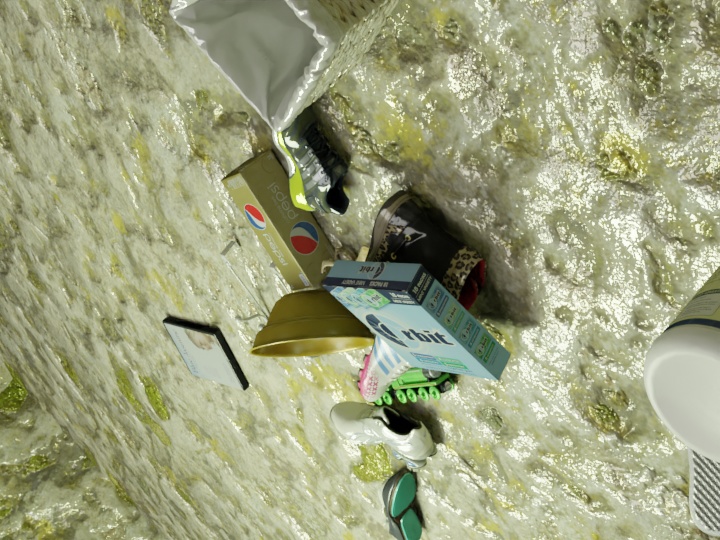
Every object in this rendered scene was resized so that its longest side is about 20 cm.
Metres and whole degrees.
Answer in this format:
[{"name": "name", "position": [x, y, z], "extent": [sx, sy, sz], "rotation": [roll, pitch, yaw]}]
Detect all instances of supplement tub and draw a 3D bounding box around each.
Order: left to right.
[{"name": "supplement tub", "position": [0.361, 0.061, 0.948], "extent": [0.144, 0.200, 0.146], "rotation": [33, 146, 26]}]

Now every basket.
[{"name": "basket", "position": [-0.077, -0.301, 1.165], "extent": [0.200, 0.161, 0.198], "rotation": [49, 150, 3]}]

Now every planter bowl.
[{"name": "planter bowl", "position": [-0.074, 0.077, 1.610], "extent": [0.200, 0.198, 0.085], "rotation": [-22, 70, 58]}]

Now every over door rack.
[{"name": "over door rack", "position": [-0.155, 0.056, 1.753], "extent": [0.147, 0.067, 0.202], "rotation": [13, 133, 45]}]

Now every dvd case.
[{"name": "dvd case", "position": [-0.313, 0.166, 2.127], "extent": [0.199, 0.018, 0.144], "rotation": [8, 131, 49]}]

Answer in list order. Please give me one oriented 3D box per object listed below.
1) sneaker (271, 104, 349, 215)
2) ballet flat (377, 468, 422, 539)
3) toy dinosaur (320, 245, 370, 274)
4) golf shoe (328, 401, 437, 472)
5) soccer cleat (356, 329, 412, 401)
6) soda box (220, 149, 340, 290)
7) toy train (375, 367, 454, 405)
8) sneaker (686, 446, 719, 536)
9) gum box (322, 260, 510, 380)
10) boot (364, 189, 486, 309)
[{"name": "sneaker", "position": [-0.057, -0.154, 1.403], "extent": [0.080, 0.074, 0.201], "rotation": [20, 146, 30]}, {"name": "ballet flat", "position": [0.062, 0.408, 1.856], "extent": [0.073, 0.073, 0.201], "rotation": [26, 144, 34]}, {"name": "toy dinosaur", "position": [0.000, 0.000, 1.518], "extent": [0.100, 0.059, 0.201], "rotation": [18, 147, 20]}, {"name": "golf shoe", "position": [0.033, 0.240, 1.703], "extent": [0.198, 0.078, 0.098], "rotation": [17, 139, 29]}, {"name": "soccer cleat", "position": [0.050, 0.129, 1.541], "extent": [0.086, 0.070, 0.202], "rotation": [25, 133, 15]}, {"name": "soda box", "position": [-0.116, -0.072, 1.558], "extent": [0.064, 0.068, 0.201], "rotation": [-9, 116, 56]}, {"name": "toy train", "position": [0.071, 0.169, 1.609], "extent": [0.199, 0.041, 0.057], "rotation": [-18, 99, 58]}, {"name": "sneaker", "position": [0.402, 0.184, 1.164], "extent": [0.078, 0.079, 0.203], "rotation": [12, 109, 38]}, {"name": "gum box", "position": [0.072, 0.063, 1.361], "extent": [0.200, 0.045, 0.169], "rotation": [42, 157, -32]}, {"name": "boot", "position": [0.083, 0.005, 1.385], "extent": [0.150, 0.073, 0.201], "rotation": [36, 142, 22]}]
